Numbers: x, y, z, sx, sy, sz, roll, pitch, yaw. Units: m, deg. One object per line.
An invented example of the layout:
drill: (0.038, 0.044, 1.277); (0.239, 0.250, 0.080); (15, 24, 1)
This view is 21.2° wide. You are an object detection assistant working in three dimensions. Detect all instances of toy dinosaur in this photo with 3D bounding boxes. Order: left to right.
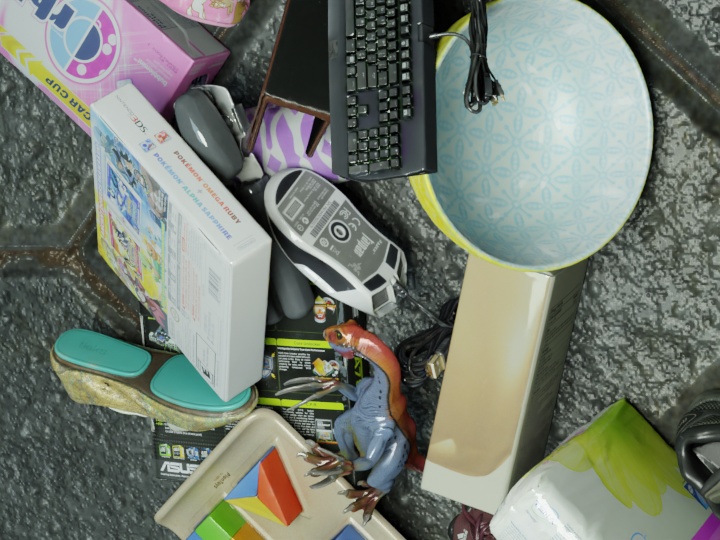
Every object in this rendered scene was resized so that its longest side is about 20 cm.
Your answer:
toy dinosaur: (0.008, 0.104, 1.485); (0.105, 0.199, 0.182); (51, 135, 25)

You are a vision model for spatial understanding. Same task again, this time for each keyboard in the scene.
keyboard: (0.036, -0.162, 1.331); (0.126, 0.021, 0.202); (-7, 75, 19)

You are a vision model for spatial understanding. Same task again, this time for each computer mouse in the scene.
computer mouse: (0.000, 0.000, 1.492); (0.200, 0.110, 0.044); (42, 138, -6)

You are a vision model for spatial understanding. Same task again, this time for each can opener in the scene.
can opener: (-0.097, -0.047, 1.486); (0.053, 0.067, 0.201); (-13, 106, 29)

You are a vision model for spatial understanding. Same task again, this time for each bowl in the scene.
bowl: (0.104, -0.101, 1.419); (0.107, 0.199, 0.202); (6, 111, 62)

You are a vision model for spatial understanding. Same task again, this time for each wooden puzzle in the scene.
wooden puzzle: (-0.063, 0.232, 1.607); (0.200, 0.046, 0.185); (41, 129, -2)

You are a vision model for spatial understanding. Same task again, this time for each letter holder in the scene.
letter holder: (-0.011, -0.183, 1.441); (0.100, 0.142, 0.201); (16, 73, -7)

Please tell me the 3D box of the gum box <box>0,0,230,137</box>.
gum box: (-0.212, -0.189, 1.588); (0.200, 0.066, 0.114); (42, 116, 10)

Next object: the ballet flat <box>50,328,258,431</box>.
ballet flat: (-0.169, 0.101, 1.605); (0.199, 0.071, 0.071); (14, 110, 24)

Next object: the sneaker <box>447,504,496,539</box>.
sneaker: (0.104, 0.234, 1.491); (0.115, 0.200, 0.076); (13, 127, 32)

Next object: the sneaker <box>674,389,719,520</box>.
sneaker: (0.319, 0.158, 1.404); (0.198, 0.114, 0.077); (24, 115, 16)

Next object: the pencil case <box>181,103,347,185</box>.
pencil case: (-0.049, -0.105, 1.529); (0.199, 0.084, 0.086); (-11, 72, 26)

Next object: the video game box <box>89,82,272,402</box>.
video game box: (-0.141, -0.019, 1.502); (0.182, 0.047, 0.200); (45, 153, 22)

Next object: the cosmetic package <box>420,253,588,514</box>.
cosmetic package: (0.112, 0.074, 1.485); (0.071, 0.105, 0.201); (17, 109, 19)

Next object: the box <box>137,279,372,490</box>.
box: (-0.089, 0.088, 1.618); (0.199, 0.047, 0.195); (2, 102, 26)

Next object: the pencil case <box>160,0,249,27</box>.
pencil case: (-0.100, -0.294, 1.494); (0.082, 0.087, 0.201); (23, 112, 7)

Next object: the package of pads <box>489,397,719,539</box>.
package of pads: (0.193, 0.189, 1.421); (0.155, 0.200, 0.068); (46, 120, 7)
